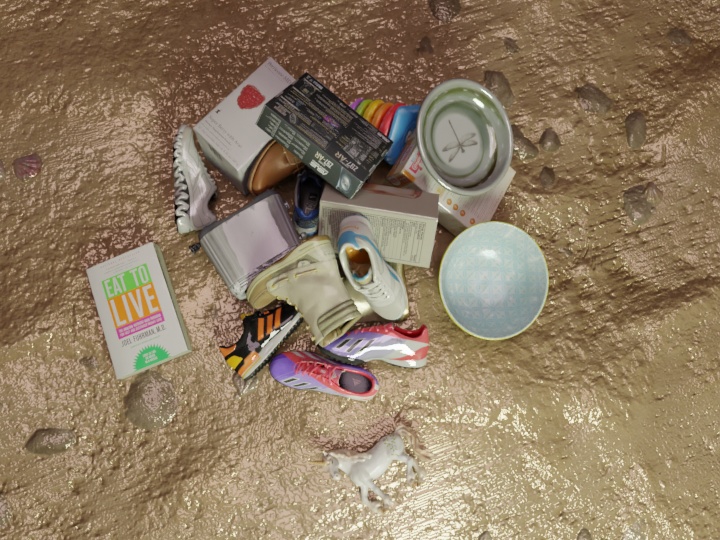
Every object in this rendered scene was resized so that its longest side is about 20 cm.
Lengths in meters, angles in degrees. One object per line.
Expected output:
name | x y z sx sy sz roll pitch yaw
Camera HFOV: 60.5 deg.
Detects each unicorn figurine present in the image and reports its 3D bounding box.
unicorn figurine | 0.022 0.336 1.046 0.198 0.074 0.138 -29 70 -25

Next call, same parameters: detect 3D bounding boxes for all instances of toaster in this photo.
toaster | -0.195 -0.039 1.097 0.198 0.114 0.131 -31 82 -10

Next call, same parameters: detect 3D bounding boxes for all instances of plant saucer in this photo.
plant saucer | 0.176 -0.230 1.085 0.196 0.050 0.206 2 86 -23

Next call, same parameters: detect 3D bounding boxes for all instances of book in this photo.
book | -0.392 0.071 1.092 0.131 0.048 0.204 -21 80 -5

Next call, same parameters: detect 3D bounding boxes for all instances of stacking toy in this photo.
stacking toy | 0.010 -0.291 1.189 0.197 0.116 0.112 26 115 19

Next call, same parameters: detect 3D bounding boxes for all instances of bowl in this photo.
bowl | 0.226 0.020 1.109 0.195 0.108 0.206 0 86 -4

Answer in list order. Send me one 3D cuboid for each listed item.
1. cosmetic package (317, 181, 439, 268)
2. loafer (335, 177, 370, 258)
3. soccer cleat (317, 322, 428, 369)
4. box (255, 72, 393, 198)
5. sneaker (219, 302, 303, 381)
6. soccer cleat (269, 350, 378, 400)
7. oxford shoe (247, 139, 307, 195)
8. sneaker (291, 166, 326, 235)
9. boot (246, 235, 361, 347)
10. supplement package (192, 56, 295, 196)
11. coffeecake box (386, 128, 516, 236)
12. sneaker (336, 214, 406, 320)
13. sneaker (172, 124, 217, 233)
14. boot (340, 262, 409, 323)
cosmetic package | 0.030 -0.083 1.047 0.195 0.105 0.088 10 37 3
loafer | -0.024 -0.122 1.139 0.071 0.062 0.205 20 78 -37
soccer cleat | 0.024 0.122 1.077 0.195 0.068 0.075 7 107 -7
box | -0.054 -0.231 1.037 0.198 0.044 0.161 37 42 -4
sneaker | -0.164 0.092 1.086 0.090 0.070 0.201 40 78 3
soccer cleat | -0.063 0.180 1.070 0.195 0.073 0.070 14 75 -1
oxford shoe | -0.120 -0.203 1.098 0.071 0.072 0.200 37 78 28
sneaker | -0.085 -0.172 1.152 0.075 0.085 0.205 5 75 -3
boot | -0.097 0.056 1.010 0.198 0.071 0.157 -34 76 31
supplement package | -0.192 -0.266 1.150 0.121 0.120 0.200 41 76 8
coffeecake box | 0.169 -0.177 1.146 0.199 0.073 0.155 36 75 -17
sneaker | 0.015 0.012 1.013 0.075 0.202 0.082 -19 31 21
sneaker | -0.309 -0.170 1.148 0.079 0.075 0.205 -3 82 -15
boot | 0.000 0.000 1.120 0.152 0.073 0.205 -8 83 -11
